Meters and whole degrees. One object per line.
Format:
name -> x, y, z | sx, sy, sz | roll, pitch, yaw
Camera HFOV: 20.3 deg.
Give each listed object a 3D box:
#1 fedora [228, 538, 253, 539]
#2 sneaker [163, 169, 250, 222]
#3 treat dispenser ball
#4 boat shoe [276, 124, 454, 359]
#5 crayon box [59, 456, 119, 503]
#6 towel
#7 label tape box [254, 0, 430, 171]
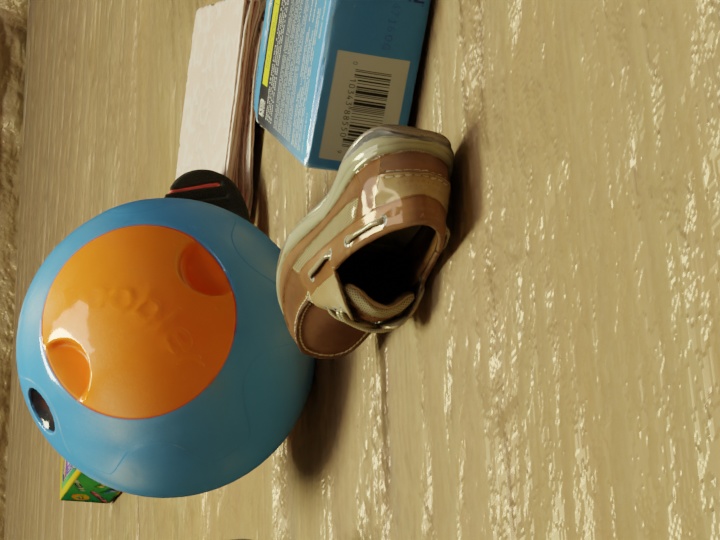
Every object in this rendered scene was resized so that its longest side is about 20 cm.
fedora -> -0.073, 0.234, 1.219 | 0.090, 0.177, 0.200 | -58, -9, -43
sneaker -> -0.121, 0.019, 1.553 | 0.087, 0.074, 0.200 | 111, 153, -61
treat dispenser ball -> -0.130, 0.052, 1.347 | 0.201, 0.201, 0.201 | -174, 90, -75
boat shoe -> 0.000, 0.000, 1.139 | 0.200, 0.076, 0.072 | 114, 154, -53
crayon box -> -0.267, 0.163, 2.072 | 0.200, 0.058, 0.119 | 134, 140, -66
towel -> -0.116, -0.131, 1.682 | 0.200, 0.032, 0.191 | -165, 81, -74
label tape box -> -0.015, -0.148, 1.264 | 0.200, 0.066, 0.144 | -131, 49, -72
